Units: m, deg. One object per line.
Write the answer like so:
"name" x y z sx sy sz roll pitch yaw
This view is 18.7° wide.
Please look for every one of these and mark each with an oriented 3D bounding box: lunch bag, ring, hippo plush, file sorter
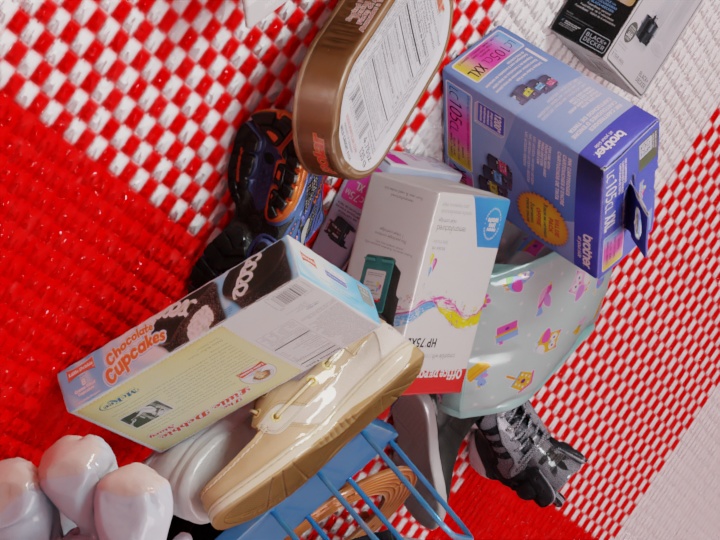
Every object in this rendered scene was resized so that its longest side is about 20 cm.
"lunch bag" 0.131 0.016 1.885 0.200 0.122 0.171 -39 149 -42
"ring" -0.037 0.227 1.881 0.200 0.019 0.201 -33 161 -13
"hippo plush" -0.169 0.200 1.535 0.160 0.200 0.161 -56 167 8
"file sorter" -0.025 0.224 1.702 0.200 0.123 0.139 -42 167 3

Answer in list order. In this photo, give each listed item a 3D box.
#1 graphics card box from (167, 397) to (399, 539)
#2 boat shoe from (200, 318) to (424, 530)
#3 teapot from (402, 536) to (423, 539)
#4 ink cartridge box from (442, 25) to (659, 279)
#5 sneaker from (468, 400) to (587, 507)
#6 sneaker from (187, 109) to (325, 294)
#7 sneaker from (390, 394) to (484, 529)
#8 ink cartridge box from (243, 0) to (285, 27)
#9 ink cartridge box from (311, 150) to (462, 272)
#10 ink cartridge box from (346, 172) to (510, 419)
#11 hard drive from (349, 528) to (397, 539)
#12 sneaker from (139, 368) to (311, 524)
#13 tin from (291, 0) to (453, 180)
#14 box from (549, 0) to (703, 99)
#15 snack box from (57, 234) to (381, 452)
"graphics card box" -0.064 0.157 1.756 0.200 0.051 0.126 -29 160 -42
"boat shoe" -0.046 0.106 1.586 0.200 0.069 0.074 -39 163 -18
"teapot" 0.016 0.324 1.966 0.146 0.197 0.201 39 73 -54
"ink cartridge box" 0.162 -0.087 1.737 0.076 0.200 0.137 -42 149 -27
"sneaker" 0.157 0.155 2.077 0.075 0.114 0.200 -46 151 -21
"sneaker" -0.062 -0.025 1.579 0.078 0.075 0.201 -18 135 -55
"sneaker" 0.081 0.151 1.995 0.099 0.071 0.201 -34 141 -28
"ink cartridge box" -0.025 -0.278 1.384 0.200 0.045 0.177 -40 147 -29
"ink cartridge box" 0.000 0.000 1.743 0.119 0.042 0.201 4 117 -59
"ink cartridge box" 0.039 0.030 1.684 0.116 0.067 0.201 1 104 -58
"hard drive" -0.046 0.283 1.838 0.199 0.038 0.140 -17 149 9
"sneaker" -0.101 0.111 1.647 0.200 0.088 0.076 -40 125 -42
"tin" 0.012 -0.149 1.545 0.200 0.042 0.112 -60 154 -34
"box" 0.254 -0.259 1.858 0.200 0.060 0.117 -58 153 2
"snack box" -0.098 0.055 1.523 0.200 0.037 0.116 -30 149 17
